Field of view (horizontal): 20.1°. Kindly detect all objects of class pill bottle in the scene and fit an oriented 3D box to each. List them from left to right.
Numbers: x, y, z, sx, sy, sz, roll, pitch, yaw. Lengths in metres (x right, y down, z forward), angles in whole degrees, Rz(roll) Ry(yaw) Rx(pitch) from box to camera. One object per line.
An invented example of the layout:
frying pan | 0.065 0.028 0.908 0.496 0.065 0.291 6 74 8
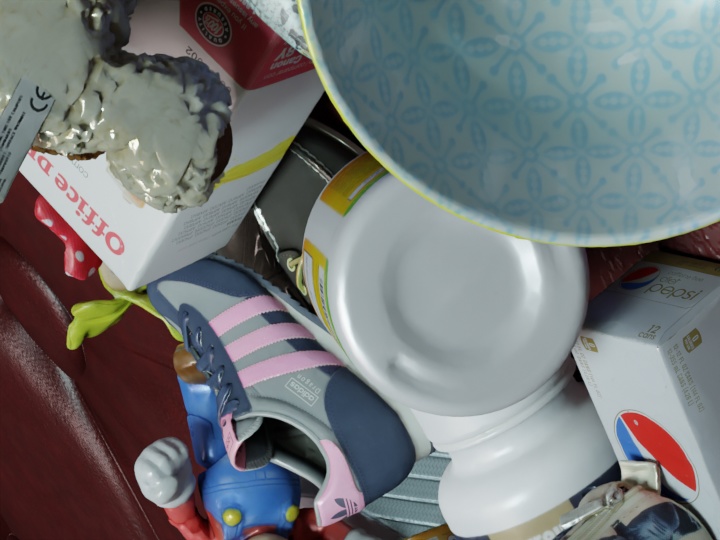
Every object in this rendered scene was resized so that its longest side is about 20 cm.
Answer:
pill bottle | 0.031 -0.003 0.934 0.111 0.111 0.200 58 178 -9
pill bottle | 0.107 0.126 1.010 0.201 0.111 0.111 58 156 -10

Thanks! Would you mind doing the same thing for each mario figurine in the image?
mario figurine | -0.050 0.135 1.131 0.106 0.123 0.201 22 -121 -73

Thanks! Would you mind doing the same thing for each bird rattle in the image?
bird rattle | -0.160 -0.040 1.275 0.200 0.112 0.164 68 -172 -56

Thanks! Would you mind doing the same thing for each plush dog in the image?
plush dog | -0.156 -0.120 0.923 0.172 0.160 0.201 -153 50 -68

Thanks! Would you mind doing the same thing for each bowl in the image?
bowl | 0.081 -0.121 0.707 0.108 0.199 0.201 -81 -28 -58

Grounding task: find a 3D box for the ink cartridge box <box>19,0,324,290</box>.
ink cartridge box | -0.099 -0.111 1.022 0.145 0.083 0.200 46 131 14

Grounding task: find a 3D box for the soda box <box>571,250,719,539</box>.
soda box | 0.166 0.092 0.918 0.068 0.064 0.201 14 135 55

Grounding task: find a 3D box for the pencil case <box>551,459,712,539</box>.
pencil case | 0.072 0.168 0.867 0.078 0.200 0.090 -5 115 50

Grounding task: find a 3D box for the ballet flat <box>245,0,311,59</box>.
ballet flat | -0.046 -0.184 0.904 0.201 0.072 0.072 61 158 14

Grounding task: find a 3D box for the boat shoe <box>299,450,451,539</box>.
boat shoe | 0.017 0.129 1.207 0.199 0.074 0.067 14 162 25

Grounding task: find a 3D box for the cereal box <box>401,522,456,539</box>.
cereal box | 0.092 0.223 1.066 0.039 0.143 0.201 -27 80 40

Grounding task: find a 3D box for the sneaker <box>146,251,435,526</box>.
sneaker | -0.057 0.057 1.069 0.200 0.082 0.070 32 150 32

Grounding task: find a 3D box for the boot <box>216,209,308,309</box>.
boot | -0.023 0.027 1.187 0.130 0.068 0.201 4 127 53

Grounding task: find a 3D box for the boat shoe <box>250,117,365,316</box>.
boat shoe | 0.000 0.000 1.075 0.201 0.061 0.072 49 119 2
